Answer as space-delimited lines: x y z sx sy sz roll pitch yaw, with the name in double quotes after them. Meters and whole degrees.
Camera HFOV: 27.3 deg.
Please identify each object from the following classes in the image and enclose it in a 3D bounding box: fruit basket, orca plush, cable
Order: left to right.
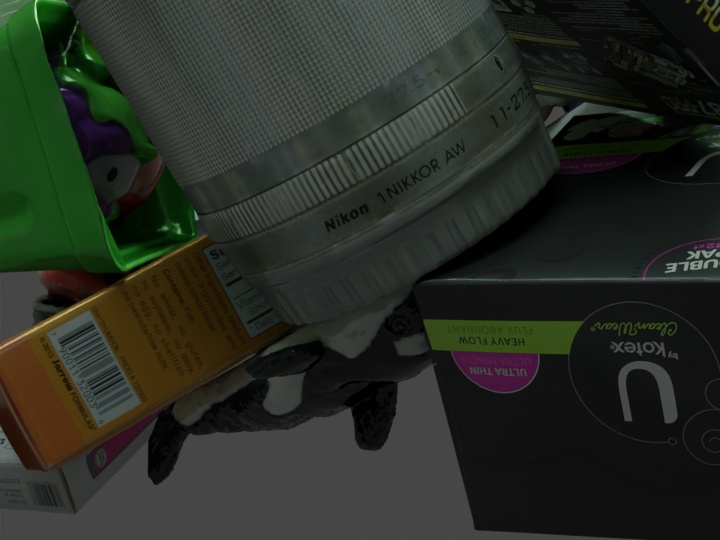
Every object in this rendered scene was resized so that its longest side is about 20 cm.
-0.114 -0.085 0.772 0.215 0.156 0.216 -16 4 1 "fruit basket"
-0.118 0.012 0.842 0.097 0.050 0.200 -29 28 -37 "cable"
-0.020 0.064 0.720 0.200 0.071 0.105 -30 0 19 "orca plush"

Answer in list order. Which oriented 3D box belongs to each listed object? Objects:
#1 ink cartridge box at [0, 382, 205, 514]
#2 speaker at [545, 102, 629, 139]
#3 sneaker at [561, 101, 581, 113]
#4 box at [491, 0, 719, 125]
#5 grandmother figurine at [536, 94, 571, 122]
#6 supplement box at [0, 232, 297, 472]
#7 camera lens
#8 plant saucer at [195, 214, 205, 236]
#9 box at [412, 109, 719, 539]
-0.148 0.067 0.837 0.094 0.037 0.200 -1 27 27 "ink cartridge box"
0.166 -0.074 0.819 0.081 0.081 0.200 -26 -3 -28 "speaker"
0.157 -0.147 0.954 0.078 0.201 0.070 -21 0 -30 "sneaker"
0.093 -0.138 0.696 0.049 0.161 0.200 -52 27 -7 "box"
0.050 -0.070 0.908 0.200 0.061 0.121 -37 8 28 "grandmother figurine"
-0.087 0.023 0.734 0.200 0.069 0.067 -28 3 -22 "supplement box"
-0.024 -0.098 0.647 0.160 0.200 0.160 -29 12 7 "camera lens"
-0.131 -0.050 1.111 0.200 0.039 0.201 -12 22 5 "plant saucer"
0.139 0.015 0.663 0.148 0.125 0.200 -2 25 31 "box"
